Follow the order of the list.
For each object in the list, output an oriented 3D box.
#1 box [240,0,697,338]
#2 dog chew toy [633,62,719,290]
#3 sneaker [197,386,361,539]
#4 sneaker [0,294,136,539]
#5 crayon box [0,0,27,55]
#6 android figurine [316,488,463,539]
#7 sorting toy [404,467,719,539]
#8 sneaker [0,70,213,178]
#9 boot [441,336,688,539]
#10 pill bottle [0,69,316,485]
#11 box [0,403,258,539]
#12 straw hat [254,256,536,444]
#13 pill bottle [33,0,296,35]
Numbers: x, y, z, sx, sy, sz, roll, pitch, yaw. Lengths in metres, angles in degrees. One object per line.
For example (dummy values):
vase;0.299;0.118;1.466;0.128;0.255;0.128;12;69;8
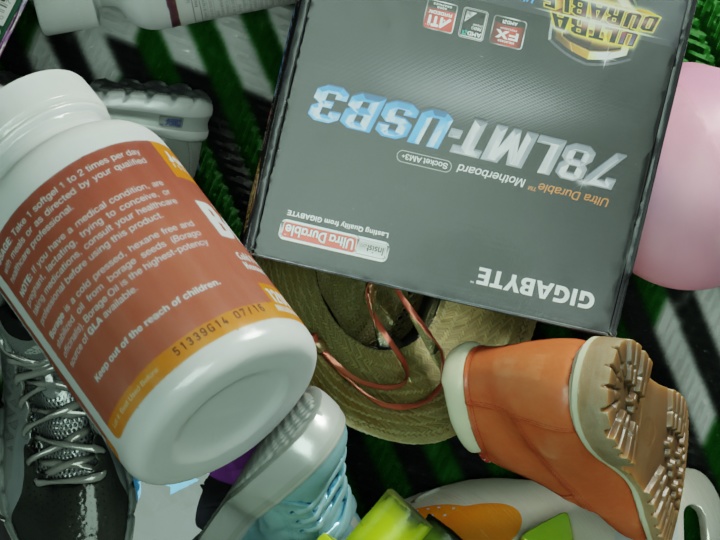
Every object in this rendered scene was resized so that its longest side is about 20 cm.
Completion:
box;0.056;-0.083;1.388;0.199;0.050;0.199;14;90;-7
dog chew toy;0.224;-0.067;1.481;0.200;0.125;0.125;-20;98;-9
sneaker;-0.024;0.121;1.418;0.082;0.200;0.074;32;68;-1
sneaker;-0.168;0.066;1.438;0.075;0.116;0.200;-11;71;-1
crayon box;-0.261;-0.127;1.416;0.058;0.172;0.200;24;96;-45
android figurine;-0.025;0.206;1.413;0.041;0.182;0.200;39;89;28
sorting toy;0.136;0.198;1.530;0.180;0.107;0.200;-22;99;-20
sneaker;-0.181;-0.063;1.474;0.199;0.075;0.082;4;100;-2
boot;0.113;0.088;1.448;0.107;0.200;0.075;1;62;24
pill bottle;-0.119;-0.001;1.352;0.112;0.112;0.200;-39;67;2
box;-0.109;0.128;1.523;0.199;0.036;0.143;-13;98;0
straw hat;0.000;0.000;1.482;0.201;0.085;0.202;8;75;-31
pill bottle;-0.079;-0.189;1.448;0.199;0.110;0.110;-11;98;-2
